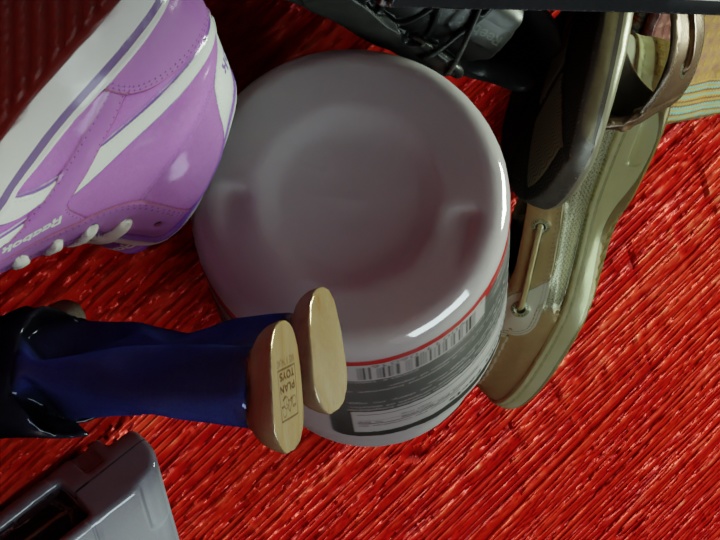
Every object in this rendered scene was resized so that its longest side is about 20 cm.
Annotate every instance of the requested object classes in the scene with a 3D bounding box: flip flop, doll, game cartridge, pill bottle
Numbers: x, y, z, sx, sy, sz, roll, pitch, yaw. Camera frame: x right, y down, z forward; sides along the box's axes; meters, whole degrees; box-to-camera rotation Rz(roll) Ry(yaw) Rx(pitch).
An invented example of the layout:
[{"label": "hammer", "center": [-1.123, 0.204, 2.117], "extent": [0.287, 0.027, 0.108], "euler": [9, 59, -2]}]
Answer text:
[{"label": "flip flop", "center": [0.108, -0.096, 1.075], "extent": [0.081, 0.058, 0.200], "euler": [-52, -172, 41]}, {"label": "doll", "center": [-0.112, 0.038, 0.912], "extent": [0.136, 0.200, 0.049], "euler": [-39, 122, -65]}, {"label": "game cartridge", "center": [-0.156, 0.163, 1.137], "extent": [0.200, 0.041, 0.133], "euler": [-38, 154, -18]}, {"label": "pill bottle", "center": [0.000, 0.000, 1.037], "extent": [0.114, 0.114, 0.200], "euler": [-44, 168, -9]}]

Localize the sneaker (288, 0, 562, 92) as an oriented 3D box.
[{"label": "sneaker", "center": [0.011, -0.114, 0.969], "extent": [0.076, 0.091, 0.200], "euler": [-55, 150, 16]}]

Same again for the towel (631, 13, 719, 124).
[{"label": "towel", "center": [0.196, -0.133, 1.278], "extent": [0.200, 0.022, 0.147], "euler": [-15, 136, -46]}]

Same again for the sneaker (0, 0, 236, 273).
[{"label": "sneaker", "center": [-0.118, -0.015, 0.908], "extent": [0.200, 0.073, 0.114], "euler": [-43, 142, -9]}]

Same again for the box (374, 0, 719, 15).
[{"label": "box", "center": [0.025, -0.142, 0.876], "extent": [0.200, 0.161, 0.049], "euler": [-5, 129, -51]}]

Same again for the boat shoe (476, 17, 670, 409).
[{"label": "boat shoe", "center": [0.079, -0.024, 1.215], "extent": [0.073, 0.063, 0.201], "euler": [-86, -166, -50]}]
